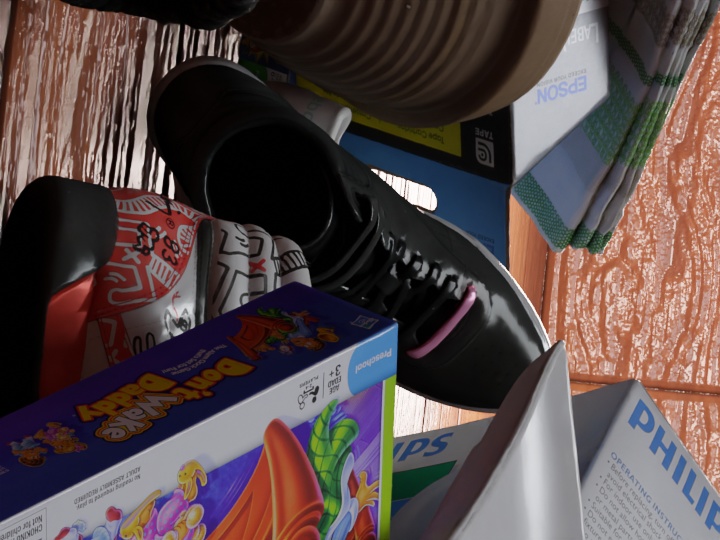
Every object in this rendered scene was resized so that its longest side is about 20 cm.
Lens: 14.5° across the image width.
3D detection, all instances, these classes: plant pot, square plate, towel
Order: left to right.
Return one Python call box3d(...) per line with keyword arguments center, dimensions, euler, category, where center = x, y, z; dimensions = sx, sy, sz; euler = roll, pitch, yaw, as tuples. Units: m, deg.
box3d(center=(-0.010, -0.148, 1.112), dimensions=(0.093, 0.201, 0.201), euler=(-18, 121, -36), category="plant pot")
box3d(center=(0.045, 0.152, 0.973), dimensions=(0.198, 0.028, 0.200), euler=(-54, 142, -62), category="square plate")
box3d(center=(0.083, -0.121, 1.206), dimensions=(0.031, 0.149, 0.200), euler=(-20, 145, -36), category="towel")

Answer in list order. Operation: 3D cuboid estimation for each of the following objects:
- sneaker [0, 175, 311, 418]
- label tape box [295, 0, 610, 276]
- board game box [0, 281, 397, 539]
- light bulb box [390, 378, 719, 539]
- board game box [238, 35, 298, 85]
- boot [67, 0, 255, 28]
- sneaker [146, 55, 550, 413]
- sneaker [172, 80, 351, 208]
box3d(center=(-0.067, 0.075, 0.909), dimensions=(0.067, 0.108, 0.201), euler=(-17, -115, 61), category="sneaker")
box3d(center=(0.035, -0.113, 1.201), dimensions=(0.063, 0.144, 0.200), euler=(-19, 116, -35), category="label tape box")
box3d(center=(-0.071, 0.100, 0.831), dimensions=(0.200, 0.045, 0.135), euler=(-26, 127, -44), category="board game box")
box3d(center=(0.040, 0.169, 1.204), dimensions=(0.125, 0.198, 0.200), euler=(54, 43, -22), category="light bulb box")
box3d(center=(0.032, -0.146, 1.328), dimensions=(0.200, 0.034, 0.135), euler=(-8, 112, -45), category="board game box")
box3d(center=(-0.050, -0.159, 0.948), dimensions=(0.211, 0.079, 0.158), euler=(-5, 93, -71), category="boot")
box3d(center=(0.000, 0.000, 1.092), dimensions=(0.071, 0.200, 0.099), euler=(-48, -165, 7), category="sneaker")
box3d(center=(-0.018, 0.016, 1.186), dimensions=(0.075, 0.088, 0.200), euler=(-46, 132, -45), category="sneaker")
